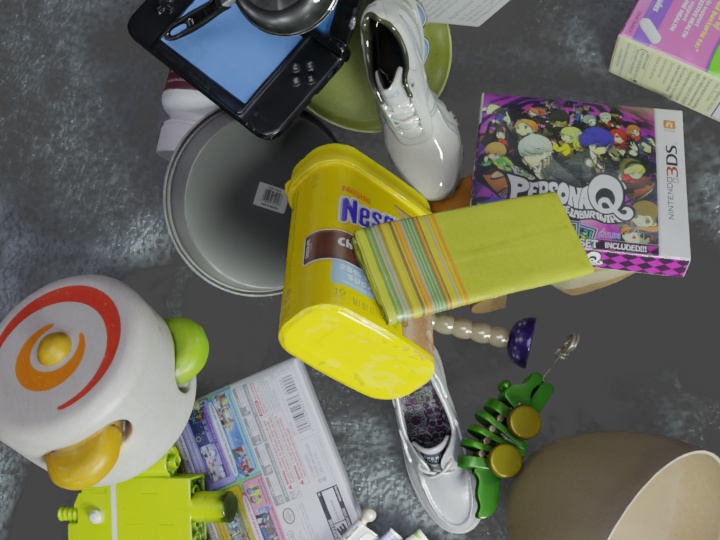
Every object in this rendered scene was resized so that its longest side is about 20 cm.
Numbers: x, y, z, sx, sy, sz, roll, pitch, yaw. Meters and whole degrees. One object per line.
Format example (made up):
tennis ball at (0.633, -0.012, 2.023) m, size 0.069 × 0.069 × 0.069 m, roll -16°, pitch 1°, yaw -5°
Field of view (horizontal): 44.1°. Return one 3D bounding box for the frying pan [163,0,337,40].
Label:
frying pan at (-0.102, -0.263, 0.779) m, size 0.190 × 0.031 × 0.115 m, roll 4°, pitch 101°, yaw 22°

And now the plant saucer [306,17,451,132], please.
plant saucer at (-0.002, -0.235, 0.914) m, size 0.200 × 0.031 × 0.200 m, roll 3°, pitch 82°, yaw -19°

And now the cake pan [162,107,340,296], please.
cake pan at (-0.093, -0.070, 0.882) m, size 0.200 × 0.037 × 0.201 m, roll -4°, pitch 100°, yaw -22°

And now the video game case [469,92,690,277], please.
video game case at (0.206, -0.086, 0.846) m, size 0.200 × 0.036 × 0.181 m, roll 7°, pitch 57°, yaw 6°

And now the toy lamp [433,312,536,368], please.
toy lamp at (0.070, 0.050, 0.881) m, size 0.200 × 0.058 × 0.058 m, roll 11°, pitch 84°, yaw 12°

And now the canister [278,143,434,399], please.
canister at (0.000, 0.000, 0.798) m, size 0.087 × 0.148 × 0.200 m, roll -38°, pitch 34°, yaw 33°

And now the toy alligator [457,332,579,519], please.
toy alligator at (0.138, 0.131, 0.825) m, size 0.054 × 0.059 × 0.200 m, roll 30°, pitch 73°, yaw 2°

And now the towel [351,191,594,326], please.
towel at (0.096, -0.013, 0.752) m, size 0.200 × 0.018 × 0.086 m, roll -12°, pitch 69°, yaw -21°

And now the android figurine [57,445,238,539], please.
android figurine at (-0.217, 0.267, 0.893) m, size 0.200 × 0.041 × 0.182 m, roll -3°, pitch 86°, yaw 18°

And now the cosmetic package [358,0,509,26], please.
cosmetic package at (0.061, -0.348, 0.848) m, size 0.200 × 0.165 × 0.165 m, roll -3°, pitch 79°, yaw -27°

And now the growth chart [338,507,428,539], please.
growth chart at (0.046, 0.323, 0.855) m, size 0.200 × 0.018 × 0.145 m, roll 37°, pitch 91°, yaw 5°

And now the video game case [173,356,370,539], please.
video game case at (-0.108, 0.214, 0.906) m, size 0.182 × 0.022 × 0.200 m, roll -24°, pitch 79°, yaw 6°

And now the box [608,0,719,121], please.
box at (0.372, -0.242, 0.852) m, size 0.200 × 0.097 × 0.176 m, roll 29°, pitch 87°, yaw 12°

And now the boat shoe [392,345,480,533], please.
boat shoe at (0.070, 0.161, 0.841) m, size 0.072 × 0.069 × 0.200 m, roll -9°, pitch 96°, yaw 11°

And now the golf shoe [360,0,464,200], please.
golf shoe at (0.038, -0.155, 0.836) m, size 0.078 × 0.097 × 0.200 m, roll -14°, pitch 101°, yaw 24°

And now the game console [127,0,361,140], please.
game console at (-0.109, -0.252, 0.808) m, size 0.200 × 0.116 × 0.176 m, roll 39°, pitch 84°, yaw 15°

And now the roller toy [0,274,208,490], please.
roller toy at (-0.267, 0.105, 0.862) m, size 0.182 × 0.140 × 0.200 m, roll 14°, pitch 63°, yaw 27°

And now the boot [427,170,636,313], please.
boot at (0.175, -0.046, 0.874) m, size 0.201 × 0.071 × 0.144 m, roll -12°, pitch 65°, yaw -5°

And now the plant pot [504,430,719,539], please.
plant pot at (0.207, 0.223, 0.781) m, size 0.134 × 0.200 × 0.200 m, roll 24°, pitch 85°, yaw 48°

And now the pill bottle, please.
pill bottle at (-0.141, -0.205, 0.928) m, size 0.114 × 0.114 × 0.200 m, roll 12°, pitch 83°, yaw 12°
